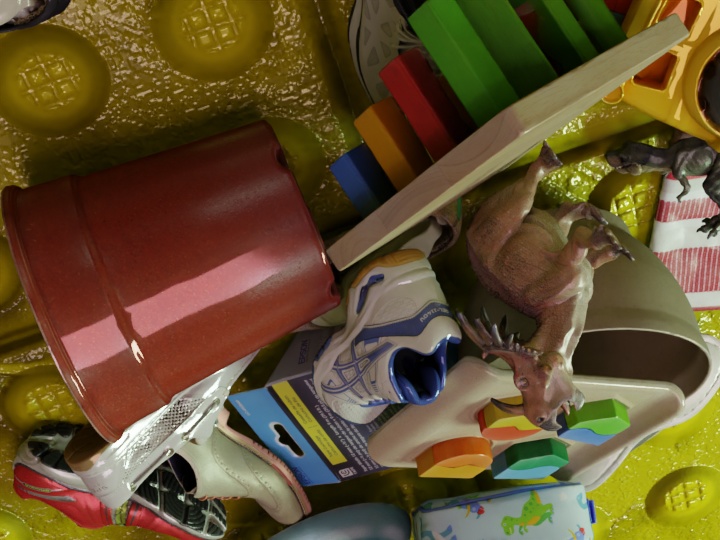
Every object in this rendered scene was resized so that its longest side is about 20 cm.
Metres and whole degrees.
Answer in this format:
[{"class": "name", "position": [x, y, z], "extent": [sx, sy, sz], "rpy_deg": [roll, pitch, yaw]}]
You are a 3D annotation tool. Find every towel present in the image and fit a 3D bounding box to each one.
[{"class": "towel", "position": [0.323, -0.046, 1.021], "extent": [0.143, 0.023, 0.201], "rpy_deg": [-3, 126, -8]}]

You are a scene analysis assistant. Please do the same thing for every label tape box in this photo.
[{"class": "label tape box", "position": [0.005, 0.108, 1.037], "extent": [0.199, 0.066, 0.144], "rpy_deg": [-17, 128, 22]}]

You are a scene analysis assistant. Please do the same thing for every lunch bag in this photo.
[{"class": "lunch bag", "position": [0.131, 0.244, 1.093], "extent": [0.159, 0.083, 0.200], "rpy_deg": [-9, 166, -3]}]

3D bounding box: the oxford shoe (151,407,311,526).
[{"class": "oxford shoe", "position": [-0.124, 0.176, 1.047], "extent": [0.200, 0.074, 0.071], "rpy_deg": [45, 152, -25]}]

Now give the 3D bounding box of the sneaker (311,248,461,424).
[{"class": "sneaker", "position": [0.018, 0.075, 0.883], "extent": [0.075, 0.088, 0.201], "rpy_deg": [-18, 150, -23]}]

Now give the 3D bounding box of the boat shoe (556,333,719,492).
[{"class": "boat shoe", "position": [0.259, 0.125, 1.107], "extent": [0.072, 0.060, 0.202], "rpy_deg": [45, 109, 0]}]

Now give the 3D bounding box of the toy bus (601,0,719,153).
[{"class": "toy bus", "position": [0.230, -0.205, 0.836], "extent": [0.191, 0.136, 0.201], "rpy_deg": [18, 120, -4]}]

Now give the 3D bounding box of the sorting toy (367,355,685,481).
[{"class": "sorting toy", "position": [0.130, 0.130, 0.947], "extent": [0.199, 0.037, 0.185], "rpy_deg": [11, 147, -24]}]

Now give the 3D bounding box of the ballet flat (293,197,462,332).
[{"class": "ballet flat", "position": [0.000, 0.000, 0.962], "extent": [0.200, 0.067, 0.068], "rpy_deg": [-39, 123, 17]}]

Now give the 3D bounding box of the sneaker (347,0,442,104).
[{"class": "sneaker", "position": [0.033, -0.162, 0.822], "extent": [0.075, 0.116, 0.202], "rpy_deg": [-12, 127, -3]}]

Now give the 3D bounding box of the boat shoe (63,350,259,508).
[{"class": "boat shoe", "position": [-0.147, 0.112, 0.963], "extent": [0.200, 0.071, 0.070], "rpy_deg": [-41, 118, -27]}]

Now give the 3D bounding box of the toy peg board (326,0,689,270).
[{"class": "toy peg board", "position": [0.074, -0.116, 0.776], "extent": [0.098, 0.200, 0.199], "rpy_deg": [57, 140, 2]}]

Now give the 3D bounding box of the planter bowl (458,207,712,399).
[{"class": "planter bowl", "position": [0.171, 0.034, 0.959], "extent": [0.198, 0.136, 0.201], "rpy_deg": [-3, 150, -2]}]

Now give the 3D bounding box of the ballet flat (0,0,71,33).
[{"class": "ballet flat", "position": [-0.289, -0.176, 0.779], "extent": [0.198, 0.073, 0.073], "rpy_deg": [-9, 127, -4]}]

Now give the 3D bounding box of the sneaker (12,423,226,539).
[{"class": "sneaker", "position": [-0.217, 0.202, 1.069], "extent": [0.199, 0.077, 0.085], "rpy_deg": [25, 123, -14]}]

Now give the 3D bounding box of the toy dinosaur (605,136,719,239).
[{"class": "toy dinosaur", "position": [0.299, -0.080, 0.940], "extent": [0.198, 0.048, 0.089], "rpy_deg": [-11, 122, 18]}]

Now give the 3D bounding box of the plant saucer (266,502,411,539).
[{"class": "plant saucer", "position": [-0.037, 0.293, 1.148], "extent": [0.199, 0.028, 0.201], "rpy_deg": [-19, 145, -14]}]

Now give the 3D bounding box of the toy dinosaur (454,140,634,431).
[{"class": "toy dinosaur", "position": [0.114, -0.002, 0.837], "extent": [0.135, 0.201, 0.086], "rpy_deg": [-37, 134, 13]}]

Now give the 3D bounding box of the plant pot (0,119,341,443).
[{"class": "plant pot", "position": [-0.128, -0.005, 0.866], "extent": [0.194, 0.201, 0.202], "rpy_deg": [-23, 127, -4]}]
